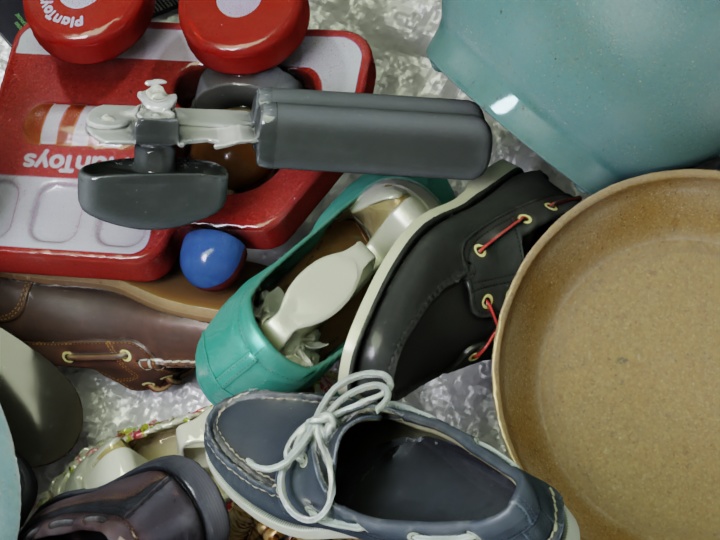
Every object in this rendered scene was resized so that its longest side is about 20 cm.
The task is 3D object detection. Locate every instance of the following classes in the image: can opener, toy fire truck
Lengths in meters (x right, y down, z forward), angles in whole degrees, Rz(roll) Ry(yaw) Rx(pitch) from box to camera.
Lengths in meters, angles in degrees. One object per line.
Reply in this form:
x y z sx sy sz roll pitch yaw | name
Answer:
-0.037 -0.058 1.430 0.198 0.067 0.053 -1 21 -6 | can opener
-0.097 -0.066 1.502 0.199 0.112 0.169 5 63 14 | toy fire truck

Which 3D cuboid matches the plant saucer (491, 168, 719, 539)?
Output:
0.158 0.054 1.394 0.199 0.035 0.202 1 76 -6 | plant saucer

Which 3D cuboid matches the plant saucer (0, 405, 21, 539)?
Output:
-0.254 0.093 1.428 0.200 0.039 0.202 11 111 29 | plant saucer

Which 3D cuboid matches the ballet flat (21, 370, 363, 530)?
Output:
-0.091 0.095 1.473 0.199 0.064 0.076 -26 63 7 | ballet flat

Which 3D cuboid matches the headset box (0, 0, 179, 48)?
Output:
-0.136 -0.230 1.612 0.199 0.093 0.175 -19 63 11 | headset box

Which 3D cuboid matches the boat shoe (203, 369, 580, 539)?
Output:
0.003 0.087 1.290 0.199 0.062 0.075 23 68 40 | boat shoe

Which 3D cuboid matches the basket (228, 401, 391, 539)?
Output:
0.004 0.182 1.359 0.148 0.143 0.201 -30 61 3 | basket

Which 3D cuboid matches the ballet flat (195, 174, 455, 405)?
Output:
0.000 0.000 1.437 0.067 0.070 0.200 50 51 -3 | ballet flat

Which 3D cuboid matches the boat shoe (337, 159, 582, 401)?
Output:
0.053 0.008 1.409 0.063 0.074 0.201 25 33 18 | boat shoe

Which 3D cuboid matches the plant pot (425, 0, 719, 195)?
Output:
0.116 -0.119 1.433 0.200 0.200 0.134 44 100 28 | plant pot

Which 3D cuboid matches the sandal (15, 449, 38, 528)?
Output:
-0.239 0.150 1.499 0.200 0.043 0.076 -41 71 18 | sandal

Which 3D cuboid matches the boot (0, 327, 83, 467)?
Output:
-0.230 0.056 1.534 0.199 0.075 0.074 16 78 12 | boot

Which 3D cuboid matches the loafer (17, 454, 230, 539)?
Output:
-0.136 0.142 1.405 0.063 0.200 0.072 -27 85 -40 | loafer

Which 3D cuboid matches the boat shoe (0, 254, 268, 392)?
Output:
-0.111 0.026 1.514 0.199 0.070 0.071 11 111 26 | boat shoe
